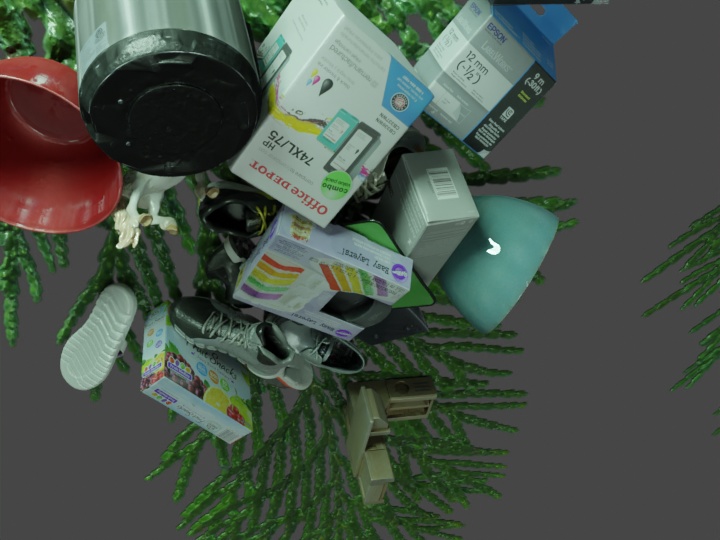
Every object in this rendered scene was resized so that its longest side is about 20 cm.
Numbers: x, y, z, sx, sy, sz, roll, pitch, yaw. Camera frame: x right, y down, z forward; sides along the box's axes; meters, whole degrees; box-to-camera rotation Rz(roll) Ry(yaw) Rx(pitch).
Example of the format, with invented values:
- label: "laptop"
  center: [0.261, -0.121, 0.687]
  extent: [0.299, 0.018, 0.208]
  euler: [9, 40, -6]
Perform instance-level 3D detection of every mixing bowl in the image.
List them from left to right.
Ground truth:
- label: "mixing bowl"
  center: [-0.346, -0.151, 0.721]
  extent: [0.193, 0.111, 0.204]
  euler: [0, 137, 0]

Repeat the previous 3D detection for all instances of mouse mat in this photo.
- label: "mouse mat"
  center: [0.000, 0.000, 0.898]
  extent: [0.157, 0.008, 0.201]
  euler: [-6, 142, 29]

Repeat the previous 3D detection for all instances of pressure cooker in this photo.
- label: "pressure cooker"
  center: [-0.191, -0.223, 0.652]
  extent: [0.170, 0.205, 0.180]
  euler: [-14, 151, -6]

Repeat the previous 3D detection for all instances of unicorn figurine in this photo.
- label: "unicorn figurine"
  center: [-0.206, -0.117, 0.756]
  extent: [0.196, 0.138, 0.075]
  euler: [-27, 136, -12]

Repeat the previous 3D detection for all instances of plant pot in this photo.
- label: "plant pot"
  center: [0.179, -0.031, 0.975]
  extent: [0.133, 0.201, 0.203]
  euler: [32, 123, 2]

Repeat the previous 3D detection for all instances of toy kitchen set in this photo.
- label: "toy kitchen set"
  center: [0.074, 0.274, 1.185]
  extent: [0.174, 0.203, 0.166]
  euler: [-1, 133, -16]

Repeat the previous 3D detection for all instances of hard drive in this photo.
- label: "hard drive"
  center: [0.011, 0.051, 1.046]
  extent: [0.132, 0.043, 0.199]
  euler: [-17, 141, 31]

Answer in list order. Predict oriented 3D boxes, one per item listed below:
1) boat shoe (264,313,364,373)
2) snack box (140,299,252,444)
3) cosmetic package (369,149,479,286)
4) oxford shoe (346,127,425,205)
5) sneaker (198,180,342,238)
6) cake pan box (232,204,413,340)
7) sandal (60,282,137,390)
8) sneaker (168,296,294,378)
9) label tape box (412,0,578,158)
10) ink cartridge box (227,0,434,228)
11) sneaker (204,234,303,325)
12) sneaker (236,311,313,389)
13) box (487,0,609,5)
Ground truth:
- label: "boat shoe"
  center: [-0.067, 0.118, 1.077]
  extent: [0.198, 0.071, 0.072]
  euler: [29, 88, -40]
- label: "snack box"
  center: [-0.248, 0.159, 1.021]
  extent: [0.052, 0.145, 0.200]
  euler: [-29, 134, 14]
- label: "cosmetic package"
  center: [0.075, -0.060, 0.902]
  extent: [0.088, 0.109, 0.201]
  euler: [-9, 153, -24]
- label: "oxford shoe"
  center: [0.003, -0.127, 0.901]
  extent: [0.196, 0.059, 0.076]
  euler: [-26, 136, 9]
- label: "sneaker"
  center: [-0.119, -0.071, 0.868]
  extent: [0.193, 0.085, 0.077]
  euler: [-2, 116, -3]
- label: "cake pan box"
  center: [-0.050, 0.012, 0.873]
  extent: [0.196, 0.054, 0.184]
  euler: [23, 146, -20]
- label: "sandal"
  center: [-0.381, 0.103, 0.991]
  extent: [0.203, 0.083, 0.050]
  euler: [-48, 170, 24]
- label: "sneaker"
  center: [-0.178, 0.084, 0.965]
  extent: [0.196, 0.077, 0.115]
  euler: [29, 152, -17]
- label: "label tape box"
  center: [0.170, -0.261, 0.827]
  extent: [0.141, 0.067, 0.200]
  euler: [27, 121, -35]
- label: "ink cartridge box"
  center: [-0.047, -0.190, 0.756]
  extent: [0.145, 0.148, 0.201]
  euler: [28, 115, -35]
- label: "sneaker"
  center: [-0.155, 0.026, 0.988]
  extent: [0.089, 0.067, 0.200]
  euler: [-32, 129, 17]
- label: "sneaker"
  center: [-0.170, 0.145, 1.083]
  extent: [0.081, 0.079, 0.199]
  euler: [-23, 127, 40]
- label: "box"
  center: [0.163, -0.353, 0.645]
  extent: [0.128, 0.203, 0.117]
  euler: [-5, 135, -12]
